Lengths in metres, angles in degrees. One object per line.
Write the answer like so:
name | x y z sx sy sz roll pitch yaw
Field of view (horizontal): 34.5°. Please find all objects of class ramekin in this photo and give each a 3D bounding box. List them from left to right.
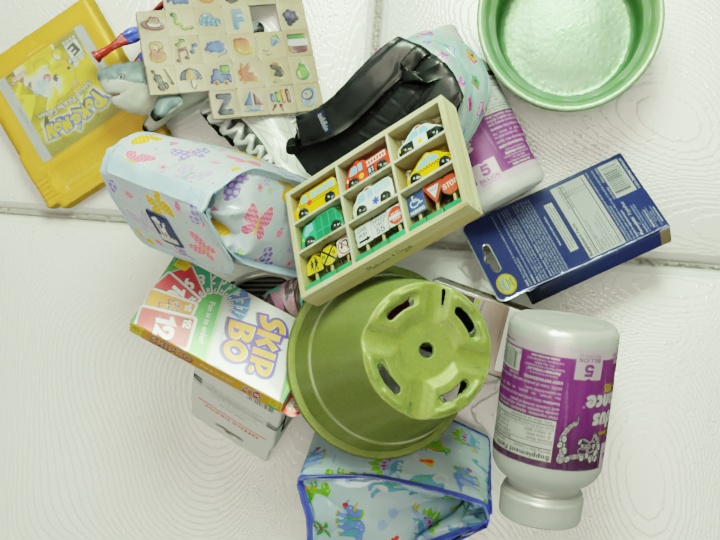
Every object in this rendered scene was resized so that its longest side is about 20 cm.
ramekin | 0.228 -0.270 1.275 0.198 0.098 0.203 0 90 8

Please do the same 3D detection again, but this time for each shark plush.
shark plush | -0.196 -0.236 1.324 0.199 0.091 0.084 -31 95 -5

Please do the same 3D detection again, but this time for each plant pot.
plant pot | 0.041 0.081 1.113 0.198 0.190 0.203 2 82 -13

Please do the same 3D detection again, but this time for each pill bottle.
pill bottle | 0.113 -0.164 1.284 0.111 0.112 0.201 -28 86 7
pill bottle | 0.191 0.148 1.156 0.111 0.112 0.202 7 99 8

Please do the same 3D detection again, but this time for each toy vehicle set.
toy vehicle set | 0.017 -0.064 1.106 0.199 0.026 0.125 -30 55 27

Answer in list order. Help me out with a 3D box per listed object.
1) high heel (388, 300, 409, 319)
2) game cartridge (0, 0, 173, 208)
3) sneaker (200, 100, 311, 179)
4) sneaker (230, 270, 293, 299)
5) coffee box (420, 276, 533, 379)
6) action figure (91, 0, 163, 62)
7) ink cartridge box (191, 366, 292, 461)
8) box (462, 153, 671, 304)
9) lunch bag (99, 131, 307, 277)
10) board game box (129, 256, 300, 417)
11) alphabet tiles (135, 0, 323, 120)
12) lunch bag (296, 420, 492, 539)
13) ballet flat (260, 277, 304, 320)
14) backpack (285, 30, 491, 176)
high heel | 0.000 0.000 1.254 0.067 0.096 0.202 -29 54 22
game cartridge | -0.346 -0.197 1.392 0.175 0.032 0.201 -32 85 7
sneaker | -0.091 -0.147 1.339 0.200 0.075 0.081 42 87 6
sneaker | -0.059 0.031 1.330 0.198 0.071 0.074 -6 89 7
coffee box | 0.164 0.077 1.277 0.198 0.113 0.081 20 94 8
action figure | -0.218 -0.290 1.358 0.199 0.052 0.066 -35 92 -3
ink cartridge box | -0.125 0.128 1.310 0.115 0.201 0.068 32 59 7
box | 0.222 -0.041 1.269 0.198 0.033 0.122 -23 51 1
lunch bag | -0.156 -0.069 1.213 0.168 0.199 0.128 19 92 33
board game box | -0.132 0.068 1.212 0.199 0.030 0.096 29 59 3
alphabet tiles | -0.150 -0.252 1.317 0.198 0.008 0.169 -8 79 -20
lunch bag | 0.044 0.230 1.258 0.198 0.170 0.129 -6 109 8
ballet flat | -0.047 0.083 1.304 0.071 0.200 0.070 -10 44 31
backpack | 0.040 -0.154 1.192 0.167 0.127 0.200 41 122 5
